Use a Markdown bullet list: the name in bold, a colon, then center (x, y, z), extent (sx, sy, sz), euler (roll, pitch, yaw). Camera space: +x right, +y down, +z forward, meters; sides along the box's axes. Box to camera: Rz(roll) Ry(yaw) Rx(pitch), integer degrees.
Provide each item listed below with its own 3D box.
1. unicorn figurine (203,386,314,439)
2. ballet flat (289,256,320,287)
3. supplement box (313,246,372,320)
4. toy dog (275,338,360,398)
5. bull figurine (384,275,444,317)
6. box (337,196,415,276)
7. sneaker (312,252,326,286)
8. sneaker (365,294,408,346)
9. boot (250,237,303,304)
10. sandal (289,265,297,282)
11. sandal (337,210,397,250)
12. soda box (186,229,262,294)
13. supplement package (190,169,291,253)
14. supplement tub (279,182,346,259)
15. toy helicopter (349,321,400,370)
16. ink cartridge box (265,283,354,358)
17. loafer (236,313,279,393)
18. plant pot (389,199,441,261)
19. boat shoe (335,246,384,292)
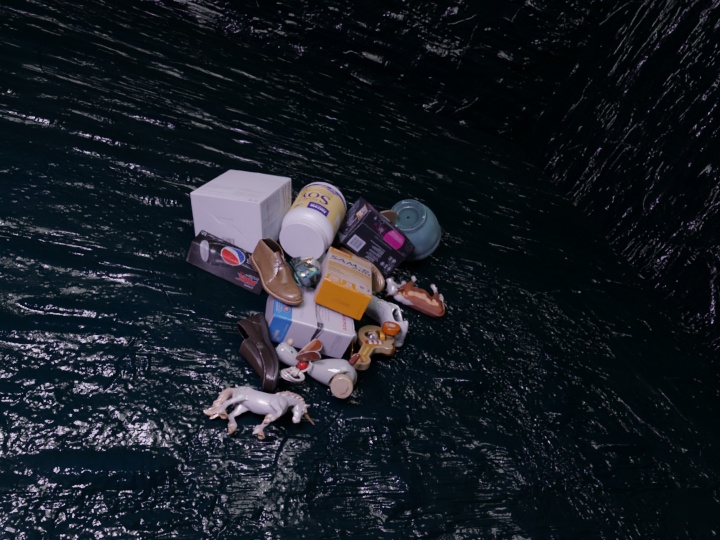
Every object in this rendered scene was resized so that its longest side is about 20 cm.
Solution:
- **unicorn figurine**: center (-0.185, 0.268, 0.996), extent (0.199, 0.074, 0.137), euler (25, 21, 3)
- **ballet flat**: center (-0.134, -0.003, 1.296), extent (0.074, 0.074, 0.200), euler (19, 8, -17)
- **supplement box**: center (-0.041, 0.027, 1.298), extent (0.126, 0.074, 0.200), euler (23, 23, -10)
- **toy dog**: center (-0.081, 0.198, 1.134), extent (0.200, 0.097, 0.132), euler (24, 7, -22)
- **bull figurine**: center (0.163, 0.073, 1.548), extent (0.200, 0.065, 0.122), euler (30, 35, -2)
- **box**: center (0.039, -0.099, 1.541), extent (0.200, 0.132, 0.115), euler (36, 14, -30)
- **sneaker**: center (-0.146, -0.036, 1.447), extent (0.081, 0.077, 0.200), euler (5, 38, -32)
- **sneaker**: center (0.069, 0.112, 1.408), extent (0.070, 0.080, 0.200), euler (-4, 41, -40)
- **boot**: center (-0.195, 0.000, 1.209), extent (0.073, 0.076, 0.200), euler (-9, 45, -42)
- **sandal**: center (-0.243, -0.039, 1.391), extent (0.200, 0.054, 0.080), euler (35, 33, 9)
- **sandal**: center (0.010, -0.143, 1.624), extent (0.070, 0.211, 0.078), euler (55, -2, 42)
- **soda box**: center (-0.324, -0.020, 1.286), extent (0.200, 0.071, 0.063), euler (25, 33, -8)
- **supplement package**: center (-0.306, -0.159, 1.366), extent (0.191, 0.148, 0.200), euler (10, 30, 13)
- **supplement tub**: center (-0.129, -0.133, 1.403), extent (0.145, 0.146, 0.200), euler (26, 41, -6)
- **toy helicopter**: center (0.013, 0.183, 1.267), extent (0.132, 0.079, 0.200), euler (17, 23, 11)
- **ink cartridge box**: center (-0.124, 0.115, 1.246), extent (0.199, 0.084, 0.145), euler (18, 33, -17)
- **loafer**: center (-0.224, 0.180, 1.106), extent (0.071, 0.073, 0.200), euler (-5, 42, -23)
- **plant pot**: center (0.162, -0.149, 1.694), extent (0.200, 0.134, 0.201), euler (-5, 62, 9)
- **boat shoe**: center (0.000, 0.000, 1.501), extent (0.200, 0.074, 0.069), euler (39, 1, 27)
